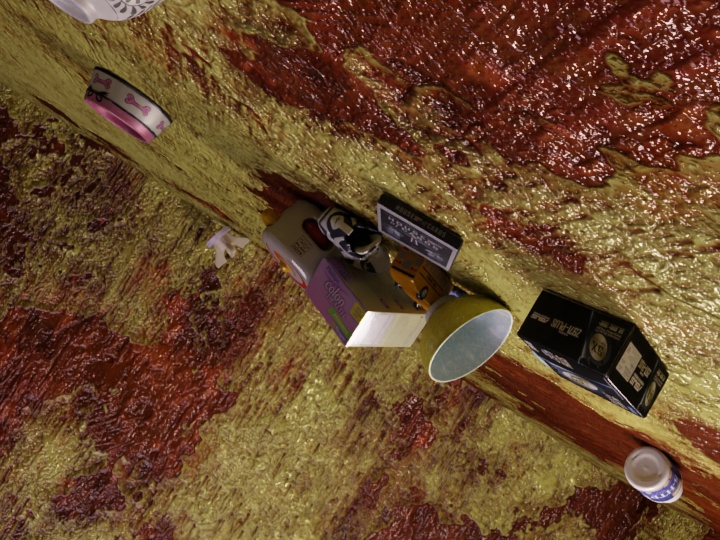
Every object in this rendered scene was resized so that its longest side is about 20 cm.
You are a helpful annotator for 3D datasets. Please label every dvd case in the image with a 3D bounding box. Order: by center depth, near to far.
[{"bbox_3d":[0.097,-0.060,1.309,0.150,0.025,0.200,31,174,7],"label":"dvd case"}]

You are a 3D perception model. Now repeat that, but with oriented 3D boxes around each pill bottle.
[{"bbox_3d":[0.812,0.568,2.136,0.119,0.120,0.200,25,171,45],"label":"pill bottle"}]

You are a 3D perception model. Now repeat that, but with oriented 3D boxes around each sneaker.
[{"bbox_3d":[0.012,-0.043,1.560,0.199,0.079,0.130,49,173,-34],"label":"sneaker"}]

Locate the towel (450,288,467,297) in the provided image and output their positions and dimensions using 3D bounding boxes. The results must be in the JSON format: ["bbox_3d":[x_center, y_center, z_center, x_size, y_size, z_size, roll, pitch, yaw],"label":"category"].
[{"bbox_3d":[0.180,0.051,1.717,0.199,0.024,0.145,27,171,37],"label":"towel"}]

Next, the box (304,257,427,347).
[{"bbox_3d":[0.016,0.069,1.642,0.199,0.097,0.176,6,-146,-45],"label":"box"}]

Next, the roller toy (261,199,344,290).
[{"bbox_3d":[-0.122,-0.050,1.707,0.182,0.140,0.200,36,162,44],"label":"roller toy"}]

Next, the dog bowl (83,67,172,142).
[{"bbox_3d":[-0.524,-0.361,1.735,0.199,0.074,0.200,31,173,4],"label":"dog bowl"}]

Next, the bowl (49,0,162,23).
[{"bbox_3d":[-0.311,-0.341,0.864,0.200,0.095,0.201,32,172,5],"label":"bowl"}]

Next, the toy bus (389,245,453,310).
[{"bbox_3d":[0.127,0.026,1.549,0.065,0.079,0.200,26,171,33],"label":"toy bus"}]

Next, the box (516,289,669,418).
[{"bbox_3d":[0.363,0.131,1.210,0.163,0.086,0.200,26,171,43],"label":"box"}]

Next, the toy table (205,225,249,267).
[{"bbox_3d":[-0.590,-0.114,3.408,0.117,0.184,0.200,49,180,-4],"label":"toy table"}]

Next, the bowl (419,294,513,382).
[{"bbox_3d":[0.188,0.112,1.530,0.108,0.200,0.200,52,-174,35],"label":"bowl"}]

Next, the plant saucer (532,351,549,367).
[{"bbox_3d":[0.450,0.207,1.605,0.199,0.028,0.200,32,173,4],"label":"plant saucer"}]
